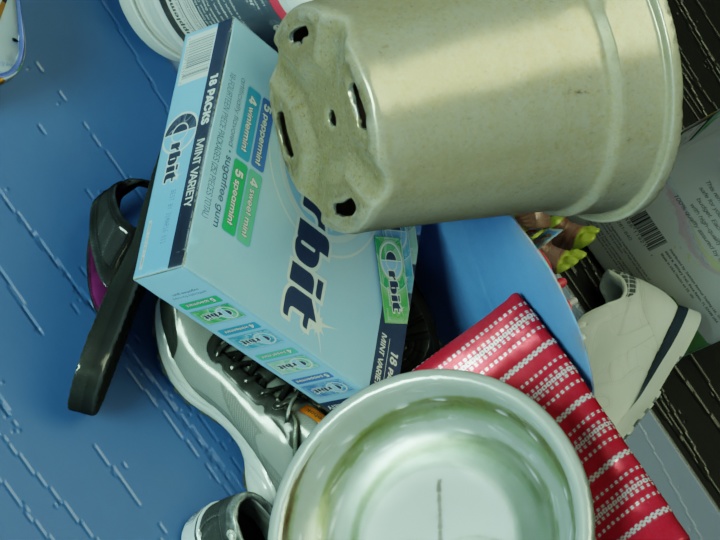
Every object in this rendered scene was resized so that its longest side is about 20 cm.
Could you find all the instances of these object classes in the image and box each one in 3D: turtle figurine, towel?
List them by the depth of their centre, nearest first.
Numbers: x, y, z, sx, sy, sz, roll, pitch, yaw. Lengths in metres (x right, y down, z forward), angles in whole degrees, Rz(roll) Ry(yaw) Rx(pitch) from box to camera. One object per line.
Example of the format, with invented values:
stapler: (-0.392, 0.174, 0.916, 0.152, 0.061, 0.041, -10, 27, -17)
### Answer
towel: (0.090, 0.128, 1.229, 0.200, 0.144, 0.022, 57, 6, 28)
turtle figurine: (0.108, -0.073, 1.485, 0.162, 0.064, 0.200, 59, 14, -8)

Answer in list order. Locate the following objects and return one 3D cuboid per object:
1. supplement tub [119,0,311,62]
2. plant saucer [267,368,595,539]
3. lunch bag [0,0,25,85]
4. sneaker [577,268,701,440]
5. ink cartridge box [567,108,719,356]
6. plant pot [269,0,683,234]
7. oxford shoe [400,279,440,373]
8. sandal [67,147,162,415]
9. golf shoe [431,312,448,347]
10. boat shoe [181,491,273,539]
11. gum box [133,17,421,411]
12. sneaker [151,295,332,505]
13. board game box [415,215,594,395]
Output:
supplement tub: (-0.055, -0.203, 1.313, 0.140, 0.200, 0.141, 0, 90, -39)
plant saucer: (0.045, 0.159, 1.194, 0.050, 0.199, 0.201, 44, 37, -62)
lunch bag: (-0.300, -0.172, 1.210, 0.199, 0.075, 0.161, 7, 68, -37)
sneaker: (0.174, 0.083, 1.481, 0.080, 0.076, 0.200, 35, 49, 1)
ink cartridge box: (0.277, -0.038, 1.521, 0.145, 0.200, 0.084, 54, 48, -6)
plant pot: (0.055, -0.106, 1.181, 0.183, 0.200, 0.201, -15, 79, -26)
oxford shoe: (0.000, 0.000, 1.382, 0.084, 0.072, 0.201, 50, 19, -63)
sandal: (-0.153, -0.007, 1.256, 0.048, 0.075, 0.201, 18, 57, -1)
golf shoe: (0.067, -0.044, 1.431, 0.075, 0.091, 0.201, -15, 78, -40)
boat shoe: (-0.033, 0.225, 1.239, 0.073, 0.068, 0.200, -23, 85, -42)
gum box: (-0.042, -0.027, 1.232, 0.200, 0.044, 0.171, 36, 52, -41)
sneaker: (-0.057, 0.081, 1.282, 0.074, 0.079, 0.201, -33, 91, -41)
board game box: (0.103, 0.023, 1.328, 0.039, 0.200, 0.159, -28, 108, -22)
